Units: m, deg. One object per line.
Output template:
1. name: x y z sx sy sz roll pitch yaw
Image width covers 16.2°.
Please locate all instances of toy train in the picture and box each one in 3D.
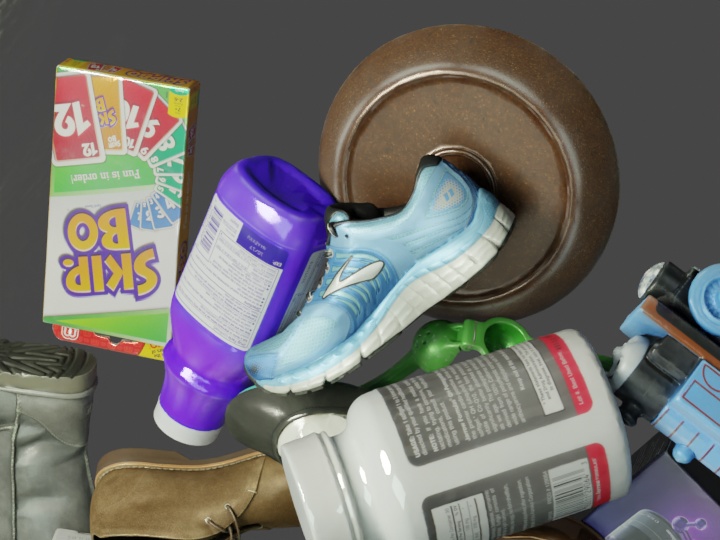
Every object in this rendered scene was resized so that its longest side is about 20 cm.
1. toy train: 0.240 0.082 1.552 0.200 0.087 0.114 37 75 2

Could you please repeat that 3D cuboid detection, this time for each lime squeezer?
1. lime squeezer: 0.078 0.060 1.631 0.199 0.038 0.071 -6 128 18

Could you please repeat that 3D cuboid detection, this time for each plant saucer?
1. plant saucer: 0.064 -0.055 1.611 0.199 0.034 0.201 5 110 15

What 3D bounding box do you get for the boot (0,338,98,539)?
1. boot: -0.259 0.147 1.767 0.181 0.073 0.201 10 117 14

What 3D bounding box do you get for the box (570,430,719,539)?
1. box: 0.223 0.214 1.628 0.200 0.079 0.141 45 117 -1

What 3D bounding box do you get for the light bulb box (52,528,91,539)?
1. light bulb box: -0.127 0.298 1.715 0.197 0.125 0.201 7 110 -2

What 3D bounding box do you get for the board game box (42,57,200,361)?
1. board game box: -0.161 -0.036 1.692 0.095 0.030 0.201 11 113 14

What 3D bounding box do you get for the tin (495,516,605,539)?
1. tin: 0.070 0.207 1.615 0.199 0.042 0.112 0 103 19

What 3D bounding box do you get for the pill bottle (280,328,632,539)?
1. pill bottle: 0.057 0.116 1.554 0.199 0.111 0.111 -17 104 -7

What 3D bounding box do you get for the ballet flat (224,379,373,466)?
1. ballet flat: 0.010 0.112 1.636 0.199 0.068 0.068 3 124 0

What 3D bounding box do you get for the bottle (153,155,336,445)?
1. bottle: -0.082 0.025 1.659 0.083 0.065 0.200 39 122 25

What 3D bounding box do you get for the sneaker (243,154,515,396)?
1. sneaker: 0.000 0.000 1.593 0.200 0.078 0.090 -39 95 15

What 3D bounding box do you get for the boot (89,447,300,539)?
1. boot: -0.084 0.163 1.693 0.199 0.076 0.074 -3 130 10
